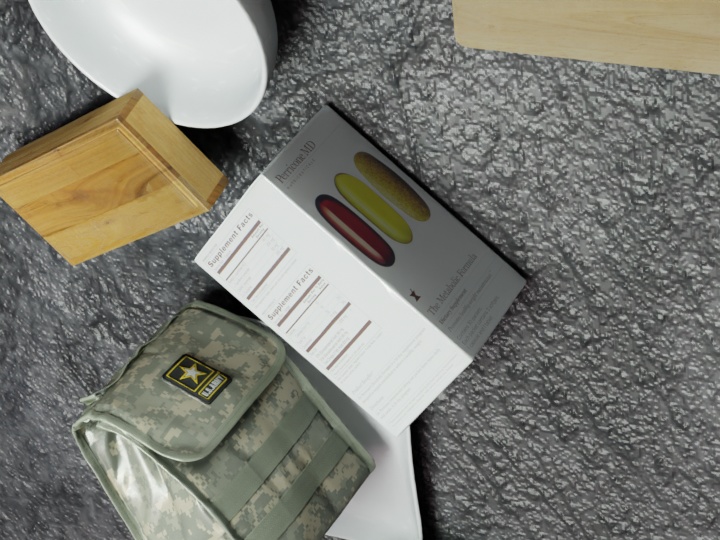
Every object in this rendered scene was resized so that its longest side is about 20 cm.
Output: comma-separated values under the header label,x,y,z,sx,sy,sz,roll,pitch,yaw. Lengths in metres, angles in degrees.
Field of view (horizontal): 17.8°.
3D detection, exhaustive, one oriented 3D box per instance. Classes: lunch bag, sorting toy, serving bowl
label,x,y,z,sx,sy,sz,roll,pitch,yaw
lunch bag,-0.110,0.135,1.749,0.117,0.164,0.200,-29,104,43
sorting toy,0.158,-0.238,1.470,0.198,0.070,0.200,9,124,23
serving bowl,-0.139,-0.196,1.620,0.199,0.066,0.201,22,147,15

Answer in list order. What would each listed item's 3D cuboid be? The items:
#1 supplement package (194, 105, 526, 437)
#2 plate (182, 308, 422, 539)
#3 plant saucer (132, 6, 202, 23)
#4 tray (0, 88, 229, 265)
label,x,y,z,sx,sy,sz,roll,pitch,yaw
supplement package,0.000,0.000,1.677,0.200,0.114,0.110,41,131,-2
plate,-0.042,0.121,1.831,0.198,0.032,0.202,9,124,24
plant saucer,-0.177,-0.229,1.688,0.198,0.019,0.070,14,126,21
tray,-0.195,-0.067,1.746,0.099,0.037,0.199,45,145,-20
